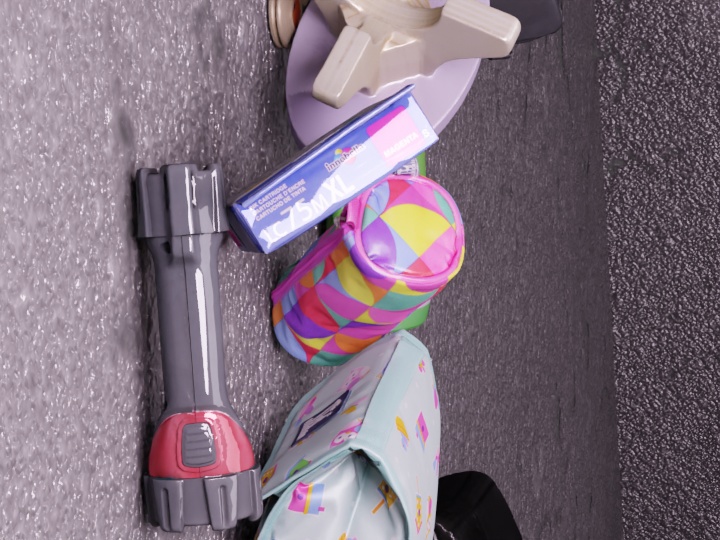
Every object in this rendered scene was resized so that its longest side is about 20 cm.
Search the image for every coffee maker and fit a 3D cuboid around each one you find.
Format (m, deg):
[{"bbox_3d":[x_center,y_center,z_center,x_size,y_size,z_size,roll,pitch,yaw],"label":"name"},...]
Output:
[{"bbox_3d":[0.063,0.233,1.513,0.200,0.133,0.194,-27,116,-75],"label":"coffee maker"}]

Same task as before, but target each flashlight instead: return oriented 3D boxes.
[{"bbox_3d":[-0.094,0.042,1.014,0.068,0.067,0.202,-6,92,-51],"label":"flashlight"}]

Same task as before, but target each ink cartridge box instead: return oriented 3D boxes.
[{"bbox_3d":[-0.022,-0.056,1.052,0.042,0.119,0.200,56,-6,-3],"label":"ink cartridge box"}]

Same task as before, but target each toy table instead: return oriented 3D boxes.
[{"bbox_3d":[0.018,-0.172,1.218,0.117,0.182,0.202,91,14,-70],"label":"toy table"}]

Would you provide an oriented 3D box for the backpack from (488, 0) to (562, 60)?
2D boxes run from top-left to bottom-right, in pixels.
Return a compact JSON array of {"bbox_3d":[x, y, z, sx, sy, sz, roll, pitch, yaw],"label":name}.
[{"bbox_3d":[0.054,-0.257,1.398,0.200,0.162,0.155,-108,-170,-64],"label":"backpack"}]

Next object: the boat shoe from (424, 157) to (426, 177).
[{"bbox_3d":[0.019,-0.081,1.477,0.068,0.071,0.202,-47,145,-76],"label":"boat shoe"}]

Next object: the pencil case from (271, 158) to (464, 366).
[{"bbox_3d":[0.000,0.000,1.201,0.200,0.088,0.089,131,-32,-62],"label":"pencil case"}]

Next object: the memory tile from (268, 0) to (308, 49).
[{"bbox_3d":[-0.047,-0.270,1.290,0.154,0.017,0.201,77,19,-43],"label":"memory tile"}]

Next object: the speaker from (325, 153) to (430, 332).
[{"bbox_3d":[0.011,-0.058,1.396,0.088,0.088,0.202,-41,130,-72],"label":"speaker"}]

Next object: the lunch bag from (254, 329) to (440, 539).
[{"bbox_3d":[-0.009,0.155,1.183,0.171,0.121,0.202,-59,165,-64],"label":"lunch bag"}]
